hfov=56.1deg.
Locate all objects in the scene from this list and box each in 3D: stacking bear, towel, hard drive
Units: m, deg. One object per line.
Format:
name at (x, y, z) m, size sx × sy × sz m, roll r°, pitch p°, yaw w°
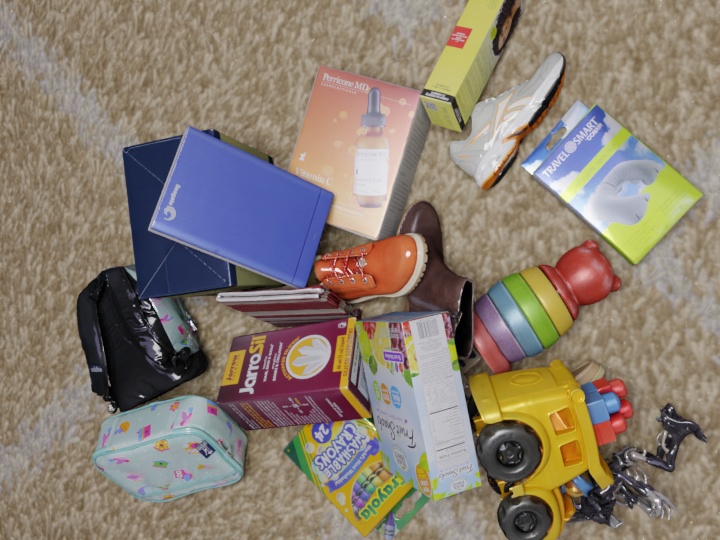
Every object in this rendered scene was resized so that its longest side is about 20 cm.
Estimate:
stacking bear at (0.234, 0.042, 0.875) m, size 0.199 × 0.114 × 0.122 m, roll -34°, pitch 82°, yaw 8°
towel at (-0.088, 0.049, 0.910) m, size 0.143 × 0.200 × 0.023 m, roll -4°, pitch 76°, yaw 14°
hard drive at (-0.140, -0.073, 0.828) m, size 0.199 × 0.025 × 0.133 m, roll 23°, pitch 75°, yaw -23°

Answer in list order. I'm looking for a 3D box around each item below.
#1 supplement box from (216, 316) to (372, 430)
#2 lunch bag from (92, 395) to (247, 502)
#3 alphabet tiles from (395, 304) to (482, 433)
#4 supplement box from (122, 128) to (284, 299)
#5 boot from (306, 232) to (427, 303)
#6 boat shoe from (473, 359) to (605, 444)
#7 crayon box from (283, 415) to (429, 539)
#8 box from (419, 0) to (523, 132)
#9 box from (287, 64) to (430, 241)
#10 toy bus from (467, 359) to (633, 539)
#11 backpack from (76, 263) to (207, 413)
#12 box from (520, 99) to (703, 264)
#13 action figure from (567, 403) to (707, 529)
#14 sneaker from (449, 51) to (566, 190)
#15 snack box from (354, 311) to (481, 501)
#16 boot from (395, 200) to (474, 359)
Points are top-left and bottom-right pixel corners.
supplement box at (-0.085, 0.145, 0.931) m, size 0.198 × 0.086 × 0.111 m, roll -11°, pitch 48°, yaw 21°
lunch bag at (-0.269, 0.266, 0.985) m, size 0.198 × 0.077 × 0.161 m, roll -16°, pitch 129°, yaw 15°
alphabet tiles at (0.086, 0.149, 0.934) m, size 0.167 × 0.008 × 0.200 m, roll -43°, pitch 64°, yaw 11°
supplement box at (-0.207, -0.068, 0.940) m, size 0.133 × 0.200 × 0.202 m, roll -8°, pitch 88°, yaw 14°
boot at (0.000, 0.000, 0.883) m, size 0.199 × 0.106 × 0.076 m, roll -26°, pitch 63°, yaw 50°
boat shoe at (0.226, 0.170, 0.890) m, size 0.199 × 0.071 × 0.065 m, roll -37°, pitch 82°, yaw 13°
crayon box at (0.004, 0.278, 0.959) m, size 0.200 × 0.052 × 0.126 m, roll 43°, pitch 100°, yaw 11°
box at (0.149, -0.289, 0.887) m, size 0.050 × 0.075 × 0.201 m, roll 24°, pitch 82°, yaw 26°
box at (-0.004, -0.156, 0.936) m, size 0.151 × 0.106 × 0.202 m, roll 18°, pitch 94°, yaw 14°
toy bus at (0.234, 0.209, 0.801) m, size 0.190 × 0.136 × 0.202 m, roll -16°, pitch 101°, yaw 5°
backpack at (-0.330, 0.090, 1.010) m, size 0.166 × 0.127 × 0.201 m, roll -27°, pitch 85°, yaw 11°
box at (0.321, -0.119, 0.881) m, size 0.200 × 0.048 × 0.122 m, roll 44°, pitch 99°, yaw 10°
action figure at (0.343, 0.264, 0.838) m, size 0.200 × 0.119 × 0.102 m, roll -45°, pitch 74°, yaw 5°
sneaker at (0.192, -0.214, 0.904) m, size 0.092 × 0.076 × 0.201 m, roll 38°, pitch 98°, yaw 16°
snack box at (0.064, 0.153, 0.819) m, size 0.067 × 0.168 × 0.202 m, roll -12°, pitch 90°, yaw -18°
boot at (0.104, 0.007, 0.871) m, size 0.072 × 0.166 × 0.202 m, roll 4°, pitch 90°, yaw -22°
